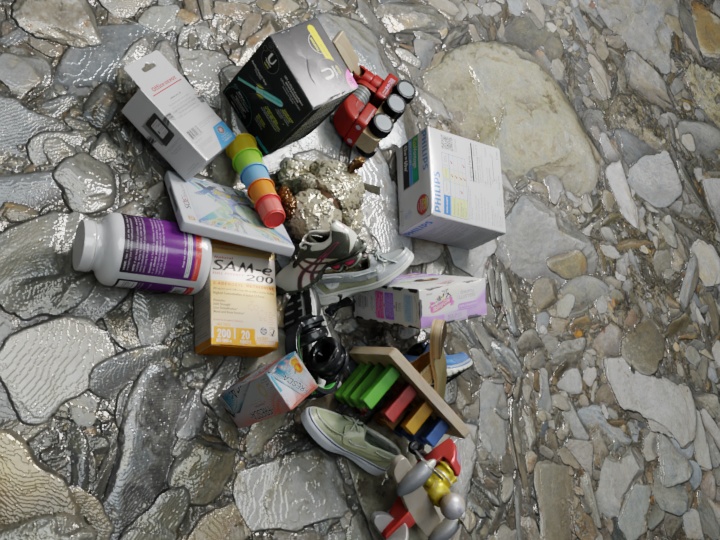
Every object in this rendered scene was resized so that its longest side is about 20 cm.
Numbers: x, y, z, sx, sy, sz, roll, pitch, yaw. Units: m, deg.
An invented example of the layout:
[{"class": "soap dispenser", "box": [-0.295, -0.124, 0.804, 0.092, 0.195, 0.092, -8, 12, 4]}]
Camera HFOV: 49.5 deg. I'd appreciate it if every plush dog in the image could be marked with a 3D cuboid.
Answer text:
[{"class": "plush dog", "box": [-0.066, -0.117, 1.420, 0.200, 0.160, 0.173, 42, 52, -16]}]

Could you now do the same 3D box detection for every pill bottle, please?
[{"class": "pill bottle", "box": [-0.342, -0.027, 1.229, 0.198, 0.112, 0.114, 9, 68, -32]}]

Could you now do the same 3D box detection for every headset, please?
[{"class": "headset", "box": [-0.059, 0.116, 1.287, 0.124, 0.093, 0.201, 56, 25, -23]}]

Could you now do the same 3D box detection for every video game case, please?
[{"class": "video game case", "box": [-0.224, -0.098, 1.325, 0.198, 0.022, 0.183, 14, 26, -31]}]

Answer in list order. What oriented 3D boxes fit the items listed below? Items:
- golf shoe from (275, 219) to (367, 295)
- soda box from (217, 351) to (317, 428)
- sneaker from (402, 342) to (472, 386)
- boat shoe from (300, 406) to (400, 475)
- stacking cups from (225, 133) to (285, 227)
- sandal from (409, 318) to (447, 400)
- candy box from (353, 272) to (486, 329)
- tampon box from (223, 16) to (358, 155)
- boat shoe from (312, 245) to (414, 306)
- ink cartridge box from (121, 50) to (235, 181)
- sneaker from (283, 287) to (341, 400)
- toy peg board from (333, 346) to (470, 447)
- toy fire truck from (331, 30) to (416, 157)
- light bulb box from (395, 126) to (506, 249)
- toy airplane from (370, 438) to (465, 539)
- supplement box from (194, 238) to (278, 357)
[{"class": "golf shoe", "box": [-0.082, -0.026, 1.354, 0.088, 0.198, 0.078, 48, 34, -27]}, {"class": "soda box", "box": [-0.149, 0.191, 1.226, 0.063, 0.199, 0.069, -37, 93, -37]}, {"class": "sneaker", "box": [0.142, 0.175, 1.507, 0.198, 0.078, 0.090, -3, 60, -49]}, {"class": "boat shoe", "box": [-0.015, 0.285, 1.359, 0.199, 0.062, 0.072, 36, 23, -26]}, {"class": "stacking cups", "box": [-0.176, -0.158, 1.368, 0.060, 0.061, 0.201, -2, 45, -34]}, {"class": "sandal", "box": [0.113, 0.165, 1.375, 0.069, 0.214, 0.078, 8, 41, 15]}, {"class": "candy box", "box": [0.107, 0.052, 1.449, 0.166, 0.199, 0.073, -8, 97, -36]}, {"class": "tampon box", "box": [-0.129, -0.333, 1.433, 0.126, 0.199, 0.151, -34, 94, -38]}, {"class": "boat shoe", "box": [-0.001, 0.000, 1.416, 0.075, 0.199, 0.065, -84, 152, -68]}, {"class": "ink cartridge box", "box": [-0.323, -0.266, 1.341, 0.200, 0.066, 0.116, 48, 35, -10]}, {"class": "sneaker", "box": [-0.082, 0.127, 1.389, 0.079, 0.073, 0.203, 6, 73, -48]}, {"class": "toy peg board", "box": [0.056, 0.239, 1.368, 0.098, 0.200, 0.200, -46, 102, -18]}, {"class": "toy fire truck", "box": [-0.002, -0.365, 1.594, 0.199, 0.129, 0.177, 35, 56, -5]}, {"class": "light bulb box", "box": [0.187, -0.167, 1.638, 0.198, 0.124, 0.201, 11, 68, -30]}, {"class": "toy airplane", "box": [0.113, 0.405, 1.361, 0.199, 0.140, 0.203, 3, 95, -52]}, {"class": "supplement box", "box": [-0.211, 0.039, 1.319, 0.124, 0.073, 0.203, 7, 69, -33]}]
